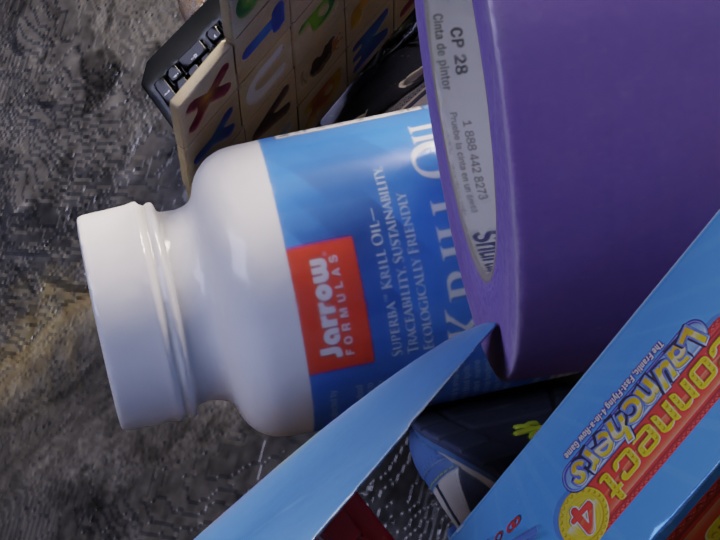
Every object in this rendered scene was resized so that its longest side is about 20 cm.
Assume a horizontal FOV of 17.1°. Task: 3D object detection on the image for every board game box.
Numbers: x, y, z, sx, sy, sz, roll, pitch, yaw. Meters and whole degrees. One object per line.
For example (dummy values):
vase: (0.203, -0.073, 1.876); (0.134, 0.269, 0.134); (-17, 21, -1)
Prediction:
board game box: (-0.024, 0.097, 0.736); (0.158, 0.039, 0.200); (-38, 4, 38)
board game box: (0.120, 0.095, 0.733); (0.200, 0.196, 0.056); (-52, 47, 15)

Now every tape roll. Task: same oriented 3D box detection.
tape roll: (0.070, -0.069, 0.758); (0.085, 0.200, 0.201); (-9, 55, -5)

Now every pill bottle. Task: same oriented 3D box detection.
pill bottle: (0.000, 0.000, 0.897); (0.199, 0.112, 0.112); (-13, 52, -5)

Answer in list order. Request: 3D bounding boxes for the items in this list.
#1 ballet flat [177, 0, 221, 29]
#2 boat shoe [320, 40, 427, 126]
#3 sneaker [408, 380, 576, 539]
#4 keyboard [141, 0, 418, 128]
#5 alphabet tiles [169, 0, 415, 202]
ballet flat: (-0.027, -0.190, 1.128); (0.200, 0.068, 0.067); (-54, 34, 10)
boat shoe: (0.060, -0.083, 0.983); (0.200, 0.075, 0.093); (-33, 31, 16)
sneaker: (0.067, 0.095, 0.873); (0.200, 0.074, 0.083); (-131, 32, -68)
keyboard: (-0.010, -0.123, 1.066); (0.200, 0.040, 0.104); (-45, 68, 12)
alphabet tiles: (-0.008, -0.112, 0.942); (0.006, 0.167, 0.200); (33, 70, 15)
